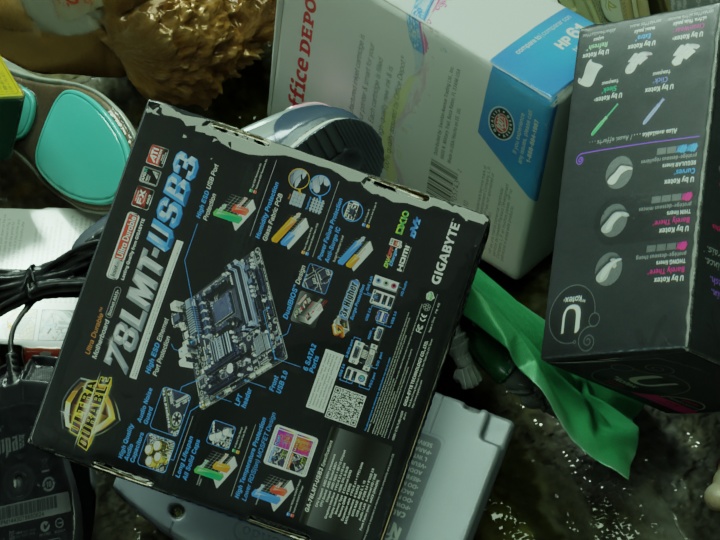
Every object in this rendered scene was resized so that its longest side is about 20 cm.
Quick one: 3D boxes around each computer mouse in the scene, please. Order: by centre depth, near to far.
[{"bbox_3d":[-0.158,0.083,1.549,0.140,0.046,0.201,-19,70,19],"label":"computer mouse"}]

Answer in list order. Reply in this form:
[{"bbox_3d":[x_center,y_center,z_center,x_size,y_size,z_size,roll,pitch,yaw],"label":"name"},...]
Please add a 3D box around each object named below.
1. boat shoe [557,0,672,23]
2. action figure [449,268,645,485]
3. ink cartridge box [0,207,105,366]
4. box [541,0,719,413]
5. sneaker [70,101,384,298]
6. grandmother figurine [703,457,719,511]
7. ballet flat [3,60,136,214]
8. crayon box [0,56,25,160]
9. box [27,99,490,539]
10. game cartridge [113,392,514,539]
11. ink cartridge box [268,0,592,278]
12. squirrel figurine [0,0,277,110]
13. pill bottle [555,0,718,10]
[{"bbox_3d":[0.182,-0.125,1.677,0.063,0.201,0.073,-21,16,27],"label":"boat shoe"},{"bbox_3d":[0.072,0.036,1.560,0.200,0.055,0.118,41,16,-9],"label":"action figure"},{"bbox_3d":[-0.159,0.019,1.643,0.199,0.050,0.109,2,51,3],"label":"ink cartridge box"},{"bbox_3d":[0.186,-0.032,1.547,0.106,0.122,0.201,-7,68,43],"label":"box"},{"bbox_3d":[-0.086,-0.038,1.627,0.199,0.070,0.082,-24,25,-13],"label":"sneaker"},{"bbox_3d":[0.247,0.134,1.549,0.121,0.061,0.200,22,45,-18],"label":"grandmother figurine"},{"bbox_3d":[-0.181,-0.085,1.695,0.200,0.064,0.068,28,98,39],"label":"ballet flat"},{"bbox_3d":[-0.313,-0.115,1.632,0.199,0.051,0.127,-3,40,-29],"label":"crayon box"},{"bbox_3d":[-0.053,0.033,1.493,0.198,0.050,0.201,18,85,4],"label":"box"},{"bbox_3d":[-0.029,0.113,1.544,0.199,0.042,0.134,19,81,13],"label":"game cartridge"},{"bbox_3d":[0.048,-0.112,1.673,0.200,0.145,0.085,32,48,22],"label":"ink cartridge box"},{"bbox_3d":[-0.121,-0.194,1.764,0.200,0.142,0.187,33,35,12],"label":"squirrel figurine"},{"bbox_3d":[0.174,-0.178,1.760,0.199,0.116,0.116,-3,51,-3],"label":"pill bottle"}]
